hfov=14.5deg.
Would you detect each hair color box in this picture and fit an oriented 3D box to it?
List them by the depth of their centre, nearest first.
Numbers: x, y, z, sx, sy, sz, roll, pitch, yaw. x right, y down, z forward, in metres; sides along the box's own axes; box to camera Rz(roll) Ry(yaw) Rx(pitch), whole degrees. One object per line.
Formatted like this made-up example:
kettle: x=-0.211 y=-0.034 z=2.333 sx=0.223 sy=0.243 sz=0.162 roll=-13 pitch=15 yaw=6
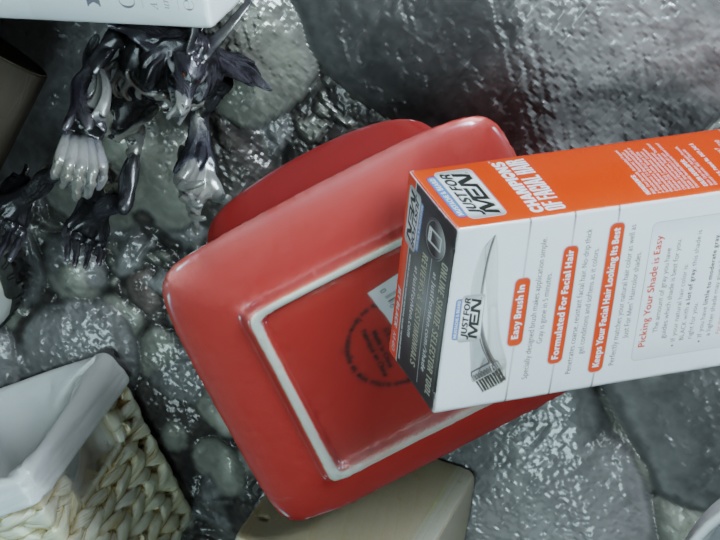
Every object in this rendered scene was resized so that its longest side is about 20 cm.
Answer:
hair color box: x=0.120 y=-0.003 z=1.442 sx=0.064 sy=0.199 sz=0.112 roll=-128 pitch=37 yaw=-49

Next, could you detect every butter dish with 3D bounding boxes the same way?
butter dish: x=0.000 y=0.000 z=1.526 sx=0.198 sy=0.148 sz=0.201 roll=-26 pitch=127 yaw=1

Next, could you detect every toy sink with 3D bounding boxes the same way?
toy sink: x=-0.017 y=0.214 z=1.663 sx=0.111 sy=0.130 sz=0.201 roll=18 pitch=125 yaw=14

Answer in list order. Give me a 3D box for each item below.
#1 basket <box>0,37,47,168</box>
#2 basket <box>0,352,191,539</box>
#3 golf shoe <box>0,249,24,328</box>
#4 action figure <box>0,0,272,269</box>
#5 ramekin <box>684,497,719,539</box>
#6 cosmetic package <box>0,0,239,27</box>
basket: x=-0.273 y=-0.053 z=1.582 sx=0.135 sy=0.180 sz=0.201 roll=29 pitch=95 yaw=-21
basket: x=-0.219 y=0.156 z=1.721 sx=0.199 sy=0.136 sz=0.124 roll=-18 pitch=114 yaw=32
golf shoe: x=-0.293 y=0.038 z=1.709 sx=0.199 sy=0.095 sz=0.078 roll=-20 pitch=108 yaw=31
action figure: x=-0.124 y=-0.070 z=1.556 sx=0.118 sy=0.103 sz=0.200 roll=16 pitch=137 yaw=-30
ramekin: x=0.272 y=0.171 z=1.521 sx=0.199 sy=0.105 sz=0.201 roll=12 pitch=123 yaw=18
cosmetic package: x=-0.156 y=-0.242 z=1.464 sx=0.199 sy=0.123 sz=0.201 roll=5 pitch=120 yaw=24
